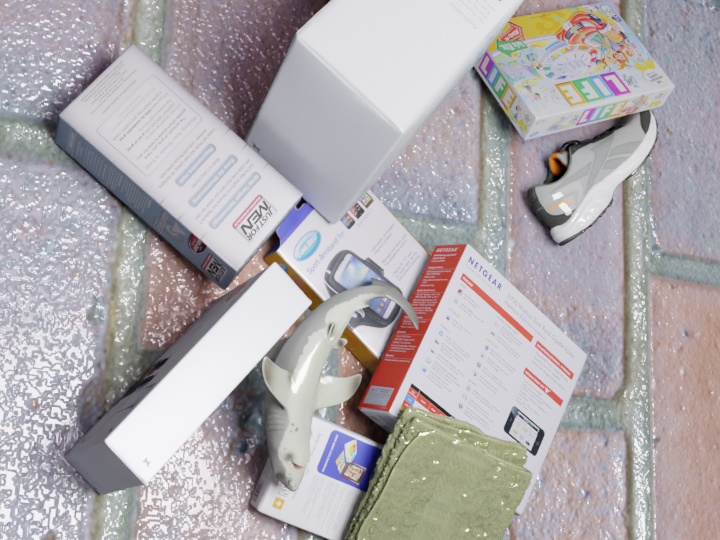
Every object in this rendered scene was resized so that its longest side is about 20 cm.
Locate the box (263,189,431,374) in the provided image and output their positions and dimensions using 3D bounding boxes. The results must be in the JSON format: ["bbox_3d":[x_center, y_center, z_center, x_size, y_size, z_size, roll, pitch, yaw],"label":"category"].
[{"bbox_3d":[0.000,0.000,1.111,0.200,0.041,0.119,46,63,-9],"label":"box"}]

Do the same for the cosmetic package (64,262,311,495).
[{"bbox_3d":[-0.143,0.091,0.952,0.052,0.150,0.200,47,62,-10],"label":"cosmetic package"}]

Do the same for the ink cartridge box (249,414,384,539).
[{"bbox_3d":[0.005,0.205,1.058,0.198,0.037,0.096,26,84,-18],"label":"ink cartridge box"}]

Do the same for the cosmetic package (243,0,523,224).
[{"bbox_3d":[0.018,-0.178,1.032,0.123,0.199,0.200,42,64,0],"label":"cosmetic package"}]

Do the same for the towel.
[{"bbox_3d":[0.060,0.230,1.039,0.147,0.036,0.203,23,93,-21],"label":"towel"}]

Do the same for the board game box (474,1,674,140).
[{"bbox_3d":[0.224,-0.218,1.246,0.198,0.034,0.135,-16,62,-29],"label":"board game box"}]

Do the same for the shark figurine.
[{"bbox_3d":[-0.045,0.063,1.002,0.216,0.089,0.129,-56,133,-24],"label":"shark figurine"}]

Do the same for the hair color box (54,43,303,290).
[{"bbox_3d":[-0.159,-0.090,1.016,0.199,0.061,0.099,41,64,-2],"label":"hair color box"}]

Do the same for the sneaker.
[{"bbox_3d":[0.253,-0.119,1.250,0.079,0.074,0.200,45,63,-5],"label":"sneaker"}]

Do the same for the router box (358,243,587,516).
[{"bbox_3d":[0.114,0.106,1.111,0.200,0.049,0.181,40,66,-29],"label":"router box"}]
